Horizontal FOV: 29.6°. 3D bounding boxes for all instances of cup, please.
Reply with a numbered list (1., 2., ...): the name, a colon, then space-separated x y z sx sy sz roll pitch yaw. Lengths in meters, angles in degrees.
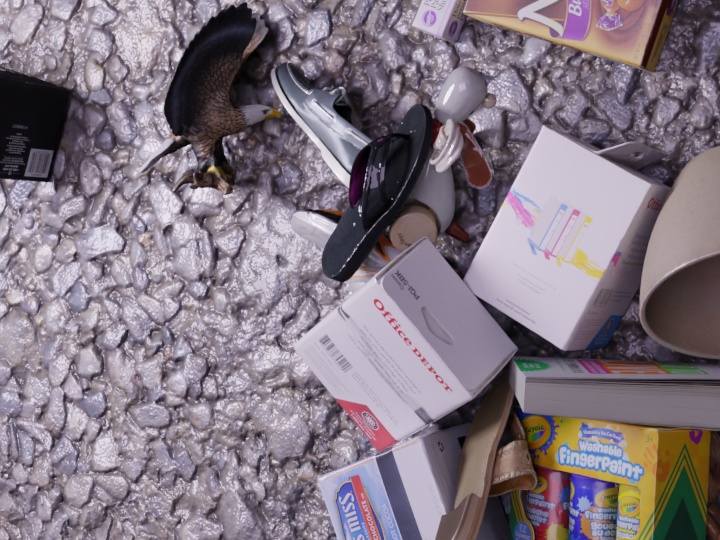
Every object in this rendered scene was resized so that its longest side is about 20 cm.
1. cup: 0.346 -0.028 1.228 0.199 0.200 0.144 -16 54 25

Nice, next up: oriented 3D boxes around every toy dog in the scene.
1. toy dog: 0.095 -0.098 1.387 0.200 0.096 0.133 124 157 -45

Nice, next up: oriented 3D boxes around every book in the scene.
1. book: 0.242 0.107 1.250 0.198 0.134 0.048 2 96 0

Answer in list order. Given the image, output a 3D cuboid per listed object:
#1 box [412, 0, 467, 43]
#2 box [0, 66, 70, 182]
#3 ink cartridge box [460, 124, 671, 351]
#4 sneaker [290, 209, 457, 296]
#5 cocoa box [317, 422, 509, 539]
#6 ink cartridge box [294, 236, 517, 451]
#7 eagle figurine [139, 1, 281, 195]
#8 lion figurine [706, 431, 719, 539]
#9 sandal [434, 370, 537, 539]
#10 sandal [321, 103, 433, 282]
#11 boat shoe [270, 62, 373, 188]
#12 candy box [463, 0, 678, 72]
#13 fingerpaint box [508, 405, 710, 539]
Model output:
1. box: 0.114 -0.339 1.418 0.041 0.039 0.201 27 101 26
2. box: -0.483 -0.194 1.649 0.199 0.148 0.125 20 99 25
3. ink cartridge box: 0.213 -0.040 1.311 0.125 0.128 0.201 32 102 25
4. sneaker: 0.000 0.000 1.449 0.199 0.076 0.093 27 105 26
5. cocoa box: 0.068 0.274 1.371 0.131 0.133 0.201 -25 78 26
6. ink cartridge box: 0.041 0.077 1.347 0.147 0.083 0.200 51 146 0
7. eagle figurine: -0.160 -0.190 1.504 0.151 0.150 0.202 6 103 46
8. lion figurine: 0.288 0.240 1.299 0.123 0.072 0.200 48 114 31
9. sandal: 0.133 0.200 1.297 0.069 0.212 0.078 32 140 -9
10. sandal: 0.010 -0.078 1.357 0.201 0.048 0.075 -59 31 17
11. boat shoe: -0.026 -0.162 1.458 0.062 0.073 0.200 -44 59 16
12. candy box: 0.214 -0.282 1.358 0.199 0.056 0.117 22 99 27
13. fingerpaint box: 0.227 0.219 1.278 0.200 0.073 0.168 4 90 57
